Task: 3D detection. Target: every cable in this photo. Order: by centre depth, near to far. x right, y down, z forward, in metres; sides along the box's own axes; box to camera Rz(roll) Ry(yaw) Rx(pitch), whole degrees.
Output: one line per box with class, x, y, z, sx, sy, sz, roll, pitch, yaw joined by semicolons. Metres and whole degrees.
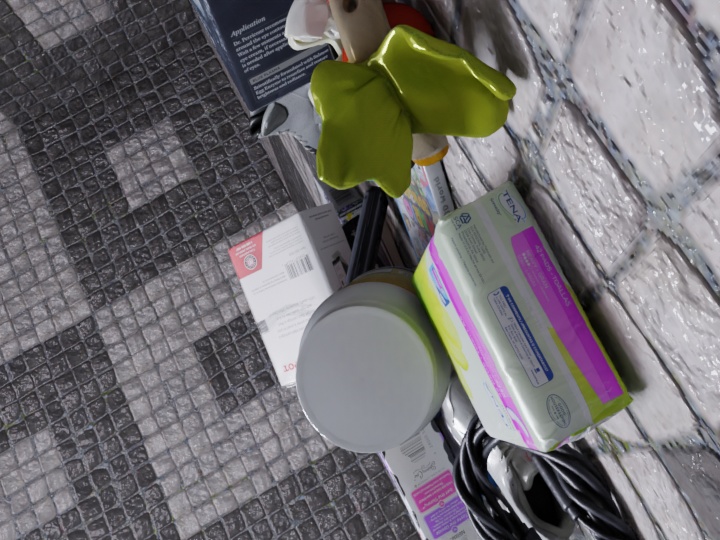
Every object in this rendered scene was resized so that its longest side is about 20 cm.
cable;0.157;0.213;0.595;0.204;0.050;0.163;61;148;6

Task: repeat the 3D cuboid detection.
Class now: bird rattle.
bird rattle;0.004;-0.140;0.414;0.204;0.111;0.163;64;-168;16

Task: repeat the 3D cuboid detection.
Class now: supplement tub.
supplement tub;0.020;0.079;0.662;0.147;0.142;0.200;62;-168;0

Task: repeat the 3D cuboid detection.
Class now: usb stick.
usb stick;0.000;0.000;0.823;0.056;0.032;0.206;63;-143;-69

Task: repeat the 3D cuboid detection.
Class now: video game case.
video game case;0.061;-0.055;0.657;0.144;0.017;0.203;54;170;55

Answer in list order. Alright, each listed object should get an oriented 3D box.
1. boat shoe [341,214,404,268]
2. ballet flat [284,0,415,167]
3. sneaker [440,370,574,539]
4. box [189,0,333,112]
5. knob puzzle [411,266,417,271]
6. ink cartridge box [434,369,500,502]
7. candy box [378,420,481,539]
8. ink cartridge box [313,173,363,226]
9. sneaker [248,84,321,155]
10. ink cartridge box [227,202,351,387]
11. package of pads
boat shoe;0.022;0.016;0.989;0.204;0.091;0.075;64;174;-16
ballet flat;-0.014;-0.161;0.509;0.068;0.067;0.205;-163;51;-76
sneaker;0.155;0.182;0.696;0.202;0.077;0.100;54;165;13
box;-0.120;-0.307;0.665;0.199;0.115;0.202;59;173;31
knob puzzle;0.032;0.089;0.870;0.030;0.223;0.221;19;157;20
ink cartridge box;0.123;0.177;0.844;0.203;0.083;0.145;59;173;24
candy box;0.082;0.255;0.796;0.204;0.070;0.168;62;174;8
ink cartridge box;-0.010;-0.063;1.135;0.110;0.049;0.203;57;171;46
sneaker;-0.098;-0.202;0.954;0.076;0.113;0.202;58;173;31
ink cartridge box;-0.072;0.034;0.923;0.082;0.144;0.205;-24;-87;-56
package of pads;0.102;0.044;0.491;0.158;0.067;0.200;63;176;9
